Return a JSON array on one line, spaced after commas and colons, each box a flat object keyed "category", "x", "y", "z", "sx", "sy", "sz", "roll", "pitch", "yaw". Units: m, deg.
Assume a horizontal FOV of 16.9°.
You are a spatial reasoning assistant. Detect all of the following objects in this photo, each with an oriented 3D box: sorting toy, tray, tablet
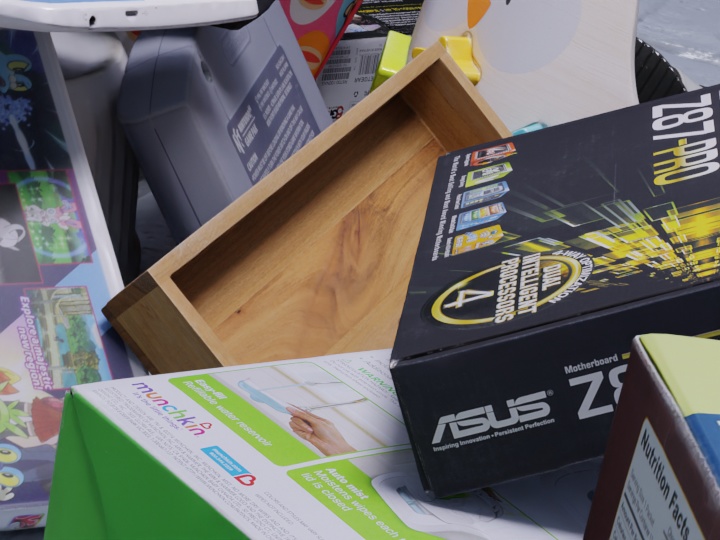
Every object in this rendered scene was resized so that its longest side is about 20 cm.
[{"category": "sorting toy", "x": 0.066, "y": -0.093, "z": 1.108, "sx": 0.107, "sy": 0.180, "sz": 0.200, "roll": -2, "pitch": 24, "yaw": -32}, {"category": "tray", "x": 0.000, "y": 0.000, "z": 0.899, "sx": 0.099, "sy": 0.037, "sz": 0.200, "roll": 51, "pitch": 43, "yaw": -3}, {"category": "tablet", "x": -0.153, "y": -0.105, "z": 0.905, "sx": 0.200, "sy": 0.014, "sz": 0.130, "roll": 10, "pitch": 12, "yaw": 31}]

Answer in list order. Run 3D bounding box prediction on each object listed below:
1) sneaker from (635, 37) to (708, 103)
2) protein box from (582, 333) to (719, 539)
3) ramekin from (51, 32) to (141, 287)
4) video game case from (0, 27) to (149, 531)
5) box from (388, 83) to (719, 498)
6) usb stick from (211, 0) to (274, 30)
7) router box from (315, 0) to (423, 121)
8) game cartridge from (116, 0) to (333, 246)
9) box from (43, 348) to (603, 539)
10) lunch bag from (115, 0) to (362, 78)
[{"category": "sneaker", "x": 0.163, "y": -0.054, "z": 1.199, "sx": 0.200, "sy": 0.074, "sz": 0.089, "roll": 37, "pitch": 9, "yaw": 4}, {"category": "protein box", "x": 0.142, "y": 0.141, "z": 0.520, "sx": 0.198, "sy": 0.200, "sz": 0.135, "roll": 8, "pitch": 21, "yaw": -9}, {"category": "ramekin", "x": -0.182, "y": -0.053, "z": 0.978, "sx": 0.200, "sy": 0.105, "sz": 0.200, "roll": 10, "pitch": 21, "yaw": -4}, {"category": "video game case", "x": -0.168, "y": -0.002, "z": 0.820, "sx": 0.182, "sy": 0.023, "sz": 0.200, "roll": -2, "pitch": 60, "yaw": -32}, {"category": "box", "x": 0.098, "y": -0.006, "z": 0.738, "sx": 0.161, "sy": 0.049, "sz": 0.200, "roll": -12, "pitch": 17, "yaw": 11}, {"category": "usb stick", "x": -0.105, "y": -0.137, "z": 1.004, "sx": 0.200, "sy": 0.056, "sz": 0.033, "roll": 18, "pitch": -24, "yaw": 43}, {"category": "router box", "x": -0.003, "y": -0.133, "z": 1.352, "sx": 0.200, "sy": 0.051, "sz": 0.149, "roll": -9, "pitch": 27, "yaw": -43}, {"category": "game cartridge", "x": -0.048, "y": -0.051, "z": 1.016, "sx": 0.041, "sy": 0.133, "sz": 0.200, "roll": -17, "pitch": 16, "yaw": 13}, {"category": "box", "x": 0.032, "y": 0.104, "z": 0.703, "sx": 0.176, "sy": 0.097, "sz": 0.200, "roll": -5, "pitch": 26, "yaw": -39}, {"category": "lunch bag", "x": -0.079, "y": -0.129, "z": 1.145, "sx": 0.082, "sy": 0.176, "sz": 0.200, "roll": 32, "pitch": 7, "yaw": 25}]
